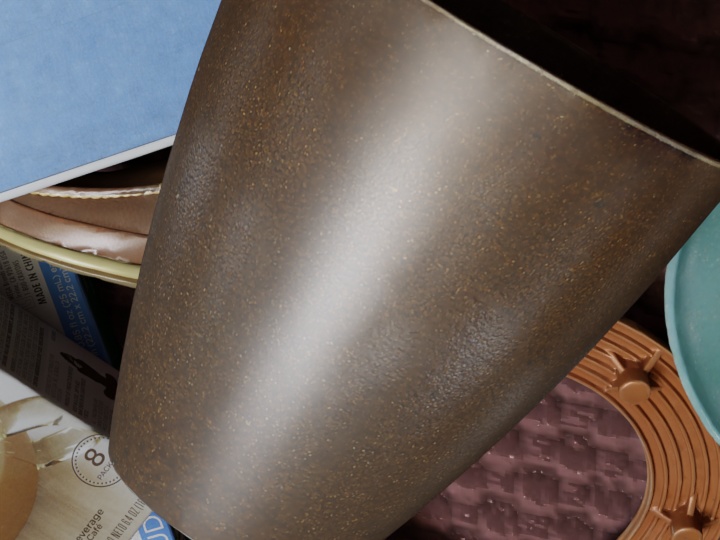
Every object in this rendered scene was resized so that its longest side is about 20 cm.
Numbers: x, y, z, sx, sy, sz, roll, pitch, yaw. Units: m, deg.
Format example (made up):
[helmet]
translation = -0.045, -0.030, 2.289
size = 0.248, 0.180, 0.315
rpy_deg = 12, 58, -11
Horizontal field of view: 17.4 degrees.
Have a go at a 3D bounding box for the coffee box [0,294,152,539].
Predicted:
[coffee box]
translation = -0.187, 0.058, 0.949
size = 0.200, 0.080, 0.114
rpy_deg = 34, 104, -16

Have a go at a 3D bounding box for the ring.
[ring]
translation = 0.050, 0.087, 0.943
size = 0.200, 0.019, 0.201
rpy_deg = 1, 130, 1

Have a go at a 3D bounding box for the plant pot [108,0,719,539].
[plant pot]
translation = 0.000, 0.000, 0.814
size = 0.187, 0.187, 0.200
rpy_deg = 32, 101, 4

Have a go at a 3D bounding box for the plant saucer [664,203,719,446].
[plant saucer]
translation = 0.213, 0.015, 0.863
size = 0.200, 0.036, 0.200
rpy_deg = 11, 121, 18

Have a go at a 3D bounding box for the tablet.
[tablet]
translation = -0.092, -0.107, 0.875
size = 0.200, 0.014, 0.130
rpy_deg = -19, 105, -2

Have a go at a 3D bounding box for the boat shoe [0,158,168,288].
[boat shoe]
translation = -0.048, -0.028, 0.920
size = 0.200, 0.072, 0.068
rpy_deg = 6, 103, 0

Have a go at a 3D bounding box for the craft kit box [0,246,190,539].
[craft kit box]
translation = -0.192, 0.080, 1.024
size = 0.197, 0.049, 0.200
rpy_deg = -17, 112, 1
